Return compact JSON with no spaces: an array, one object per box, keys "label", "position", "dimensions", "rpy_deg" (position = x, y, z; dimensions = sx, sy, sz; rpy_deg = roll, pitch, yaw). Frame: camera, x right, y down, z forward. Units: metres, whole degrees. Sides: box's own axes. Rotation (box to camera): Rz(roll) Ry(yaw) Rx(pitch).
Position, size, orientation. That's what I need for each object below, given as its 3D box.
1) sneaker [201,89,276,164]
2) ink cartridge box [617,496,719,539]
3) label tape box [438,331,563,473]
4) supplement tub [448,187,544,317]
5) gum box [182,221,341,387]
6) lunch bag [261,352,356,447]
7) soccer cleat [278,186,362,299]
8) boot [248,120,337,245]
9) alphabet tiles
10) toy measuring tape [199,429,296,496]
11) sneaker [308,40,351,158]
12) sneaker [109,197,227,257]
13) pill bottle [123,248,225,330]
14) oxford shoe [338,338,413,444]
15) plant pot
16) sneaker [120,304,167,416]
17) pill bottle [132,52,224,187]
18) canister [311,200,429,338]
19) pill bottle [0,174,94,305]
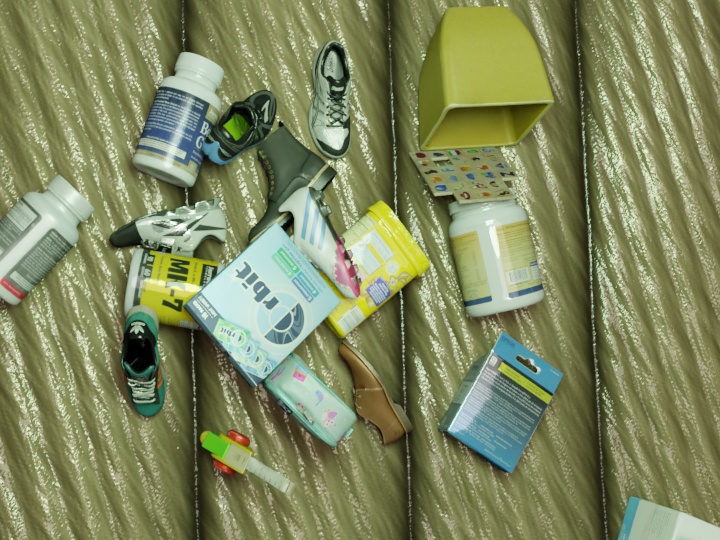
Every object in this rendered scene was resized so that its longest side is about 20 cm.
[{"label":"sneaker","position":[-0.189,-0.248,1.547],"dimensions":[0.071,0.083,0.200],"rpy_deg":[44,41,-6]},{"label":"ink cartridge box","position":[0.554,0.490,1.612],"dimensions":[0.126,0.200,0.128],"rpy_deg":[22,82,-8]},{"label":"label tape box","position":[0.249,0.233,1.640],"dimensions":[0.142,0.066,0.202],"rpy_deg":[33,78,-8]},{"label":"supplement tub","position":[0.233,-0.031,1.614],"dimensions":[0.141,0.144,0.205],"rpy_deg":[-12,88,-12]},{"label":"gum box","position":[-0.155,0.053,1.477],"dimensions":[0.200,0.044,0.171],"rpy_deg":[-43,98,-21]},{"label":"lunch bag","position":[-0.085,0.213,1.503],"dimensions":[0.077,0.200,0.161],"rpy_deg":[-44,97,-9]},{"label":"soccer cleat","position":[-0.067,-0.037,1.521],"dimensions":[0.085,0.070,0.203],"rpy_deg":[-25,87,10]},{"label":"boot","position":[-0.154,-0.145,1.588],"dimensions":[0.138,0.077,0.200],"rpy_deg":[44,68,0]},{"label":"alphabet tiles","position":[0.188,-0.168,1.604],"dimensions":[0.163,0.201,0.008],"rpy_deg":[-5,123,-12]},{"label":"toy measuring tape","position":[-0.182,0.317,1.524],"dimensions":[0.197,0.074,0.075],"rpy_deg":[24,81,22]},{"label":"sneaker","position":[-0.051,-0.299,1.606],"dimensions":[0.074,0.088,0.205],"rpy_deg":[-6,88,-13]},{"label":"sneaker","position":[-0.316,-0.055,1.540],"dimensions":[0.196,0.074,0.090],"rpy_deg":[-16,87,-12]},{"label":"pill bottle","position":[-0.282,0.036,1.521],"dimensions":[0.195,0.114,0.117],"rpy_deg":[10,84,-11]},{"label":"oxford shoe","position":[0.012,0.211,1.591],"dimensions":[0.071,0.071,0.202],"rpy_deg":[-33,94,-7]},{"label":"plant pot","position":[0.203,-0.344,1.616],"dimensions":[0.190,0.196,0.205],"rpy_deg":[-4,76,-11]},{"label":"sneaker","position":[-0.352,0.161,1.475],"dimensions":[0.070,0.080,0.204],"rpy_deg":[-1,119,-3]},{"label":"pill bottle","position":[-0.297,-0.252,1.539],"dimensions":[0.109,0.111,0.204],"rpy_deg":[19,83,-9]},{"label":"canister","position":[0.000,0.000,1.595],"dimensions":[0.199,0.086,0.149],"rpy_deg":[-39,94,-10]},{"label":"pill bottle","position":[-0.524,-0.053,1.479],"dimensions":[0.111,0.111,0.200],"rpy_deg":[43,79,-5]}]
